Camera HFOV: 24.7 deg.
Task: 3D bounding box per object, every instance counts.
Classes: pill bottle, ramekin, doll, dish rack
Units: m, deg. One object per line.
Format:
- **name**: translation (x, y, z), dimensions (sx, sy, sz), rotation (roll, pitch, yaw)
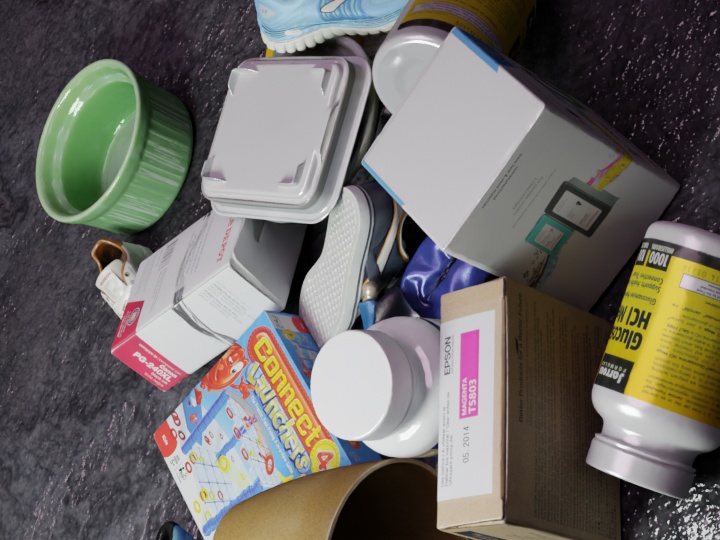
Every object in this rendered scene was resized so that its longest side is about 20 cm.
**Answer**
- **pill bottle**: translation (0.096, -0.227, 1.523), dimensions (0.114, 0.115, 0.201), rotation (-17, 32, 41)
- **ramekin**: translation (-0.289, -0.141, 1.956), dimensions (0.199, 0.097, 0.202), rotation (-20, 61, 40)
- **doll**: translation (0.060, 0.046, 1.553), dimensions (0.136, 0.048, 0.201), rotation (42, 108, 24)
- **pill bottle**: translation (0.249, 0.071, 1.299), dimensions (0.112, 0.112, 0.202), rotation (18, 88, 48)
- **pill bottle**: translation (0.054, 0.101, 1.414), dimensions (0.119, 0.199, 0.121), rotation (-4, 83, 40)
- **dish rack**: translation (-0.083, -0.137, 1.624), dimensions (0.199, 0.043, 0.173), rotation (7, 77, 47)

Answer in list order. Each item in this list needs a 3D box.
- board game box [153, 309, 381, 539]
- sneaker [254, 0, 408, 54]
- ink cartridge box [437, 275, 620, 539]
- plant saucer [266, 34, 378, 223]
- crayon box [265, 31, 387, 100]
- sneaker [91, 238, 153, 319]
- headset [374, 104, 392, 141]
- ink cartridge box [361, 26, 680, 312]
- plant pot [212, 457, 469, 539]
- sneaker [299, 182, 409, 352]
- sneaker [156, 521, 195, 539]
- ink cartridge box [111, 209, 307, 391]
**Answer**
- **board game box**: translation (-0.095, 0.179, 1.635), dimensions (0.196, 0.056, 0.201), rotation (-48, 56, 23)
- **sneaker**: translation (-0.016, -0.280, 1.614), dimensions (0.198, 0.090, 0.079), rotation (-16, 39, 12)
- **ink cartridge box**: translation (0.140, 0.125, 1.354), dimensions (0.075, 0.164, 0.202), rotation (-15, 64, 41)
- **plant saucer**: translation (-0.046, -0.139, 1.660), dimensions (0.199, 0.050, 0.202), rotation (-18, 62, 38)
- **crayon box**: translation (-0.016, -0.239, 1.738), dimensions (0.199, 0.058, 0.120), rotation (-6, 70, 45)
- **sneaker**: translation (-0.257, 0.042, 1.863), dimensions (0.073, 0.084, 0.201), rotation (-49, 47, 18)
- **headset**: translation (0.077, -0.149, 1.560), dimensions (0.201, 0.122, 0.095), rotation (-93, 16, -56)
- **ink cartridge box**: translation (0.138, -0.082, 1.410), dimensions (0.147, 0.199, 0.147), rotation (-54, 44, 13)
- **plant pot**: translation (-0.034, 0.258, 1.468), dimensions (0.199, 0.186, 0.188), rotation (-3, 72, 45)
- **sneaker**: translation (0.000, 0.000, 1.624), dimensions (0.079, 0.079, 0.201), rotation (54, 139, 34)
- **sneaker**: translation (-0.233, 0.323, 1.634), dimensions (0.078, 0.200, 0.090), rotation (-29, 96, 45)
- **ink cartridge box**: translation (-0.158, 0.015, 1.734), dimensions (0.199, 0.083, 0.146), rotation (-33, 28, 33)
